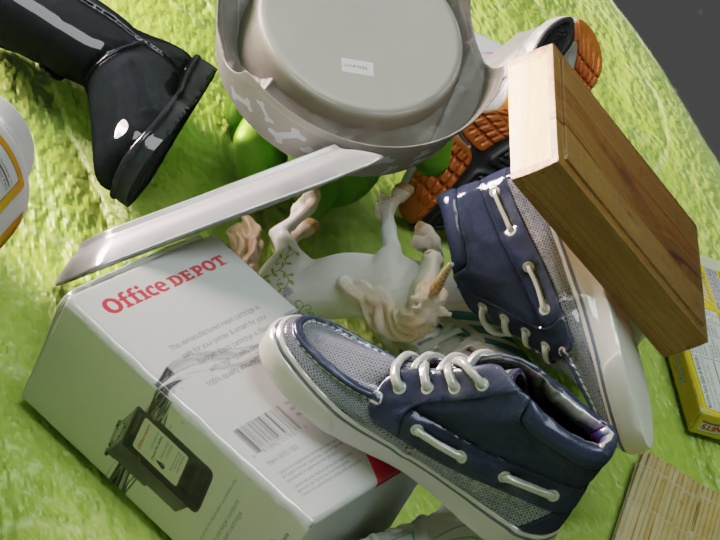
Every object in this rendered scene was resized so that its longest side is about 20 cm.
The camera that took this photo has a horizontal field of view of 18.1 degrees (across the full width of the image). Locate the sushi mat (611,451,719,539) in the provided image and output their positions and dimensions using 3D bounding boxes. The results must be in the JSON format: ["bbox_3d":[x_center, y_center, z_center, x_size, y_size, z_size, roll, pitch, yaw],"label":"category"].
[{"bbox_3d":[0.204,0.193,1.457,0.096,0.012,0.200,31,34,-1],"label":"sushi mat"}]

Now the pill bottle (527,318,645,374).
[{"bbox_3d":[0.157,-0.004,1.569,0.112,0.112,0.200,27,23,-3],"label":"pill bottle"}]

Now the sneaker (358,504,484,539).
[{"bbox_3d":[0.028,0.173,1.303,0.080,0.070,0.200,29,34,5],"label":"sneaker"}]

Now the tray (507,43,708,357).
[{"bbox_3d":[0.156,-0.041,1.410,0.200,0.037,0.099,46,33,-41],"label":"tray"}]

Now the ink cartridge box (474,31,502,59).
[{"bbox_3d":[0.070,-0.163,1.810,0.196,0.043,0.200,26,35,-4],"label":"ink cartridge box"}]

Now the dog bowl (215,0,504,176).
[{"bbox_3d":[-0.006,-0.150,1.509,0.200,0.059,0.200,9,56,-14],"label":"dog bowl"}]

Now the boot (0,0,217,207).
[{"bbox_3d":[-0.195,-0.134,1.536,0.168,0.076,0.200,30,26,-5],"label":"boot"}]

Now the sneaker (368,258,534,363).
[{"bbox_3d":[0.068,0.056,1.456,0.200,0.070,0.093,47,0,21],"label":"sneaker"}]

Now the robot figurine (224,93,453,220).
[{"bbox_3d":[-0.018,-0.125,1.598,0.175,0.116,0.200,13,49,21],"label":"robot figurine"}]

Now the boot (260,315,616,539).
[{"bbox_3d":[0.045,0.068,1.273,0.200,0.090,0.073,34,33,1],"label":"boot"}]

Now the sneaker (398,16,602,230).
[{"bbox_3d":[0.094,-0.106,1.685,0.200,0.092,0.076,-46,110,-17],"label":"sneaker"}]

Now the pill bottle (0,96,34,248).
[{"bbox_3d":[-0.265,-0.034,1.323,0.109,0.109,0.200,30,33,1],"label":"pill bottle"}]

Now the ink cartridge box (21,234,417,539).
[{"bbox_3d":[-0.076,0.085,1.328,0.200,0.083,0.145,41,34,17],"label":"ink cartridge box"}]

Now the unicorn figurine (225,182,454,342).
[{"bbox_3d":[0.000,0.000,1.455,0.074,0.200,0.137,55,33,-32],"label":"unicorn figurine"}]

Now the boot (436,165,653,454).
[{"bbox_3d":[0.118,0.029,1.438,0.073,0.090,0.200,15,57,-72],"label":"boot"}]

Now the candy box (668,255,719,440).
[{"bbox_3d":[0.272,0.058,1.677,0.102,0.026,0.200,15,35,-16],"label":"candy box"}]

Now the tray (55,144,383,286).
[{"bbox_3d":[-0.091,-0.038,1.407,0.200,0.107,0.022,-22,91,-21],"label":"tray"}]
